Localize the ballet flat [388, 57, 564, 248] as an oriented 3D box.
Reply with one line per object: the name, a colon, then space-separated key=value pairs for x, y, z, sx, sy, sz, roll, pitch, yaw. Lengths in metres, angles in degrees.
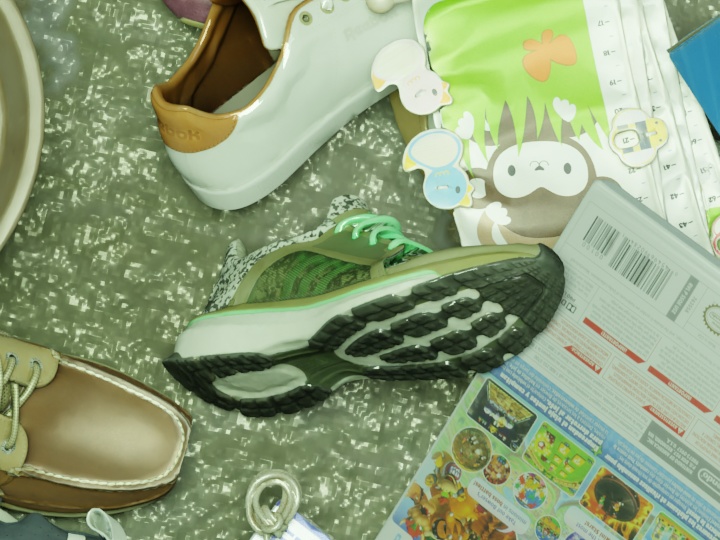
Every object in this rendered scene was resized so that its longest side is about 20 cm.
ballet flat: x=0.074 y=-0.034 z=1.359 sx=0.069 sy=0.063 sz=0.200 roll=-27 pitch=82 yaw=-10

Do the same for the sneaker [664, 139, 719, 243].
sneaker: x=0.178 y=0.034 z=1.349 sx=0.088 sy=0.075 sz=0.200 roll=-14 pitch=81 yaw=-8

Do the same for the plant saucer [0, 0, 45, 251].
plant saucer: x=-0.233 y=-0.063 z=1.269 sx=0.200 sy=0.029 sz=0.200 roll=1 pitch=81 yaw=-4

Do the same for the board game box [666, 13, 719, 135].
board game box: x=0.267 y=-0.063 z=1.340 sx=0.196 sy=0.056 sz=0.200 roll=-32 pitch=88 yaw=-34

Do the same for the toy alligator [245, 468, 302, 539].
toy alligator: x=-0.029 y=0.179 z=1.271 sx=0.059 sy=0.054 sz=0.200 roll=-5 pitch=78 yaw=-5

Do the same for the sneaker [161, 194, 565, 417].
sneaker: x=0.000 y=0.000 z=1.304 sx=0.200 sy=0.077 sz=0.089 roll=-13 pitch=58 yaw=34

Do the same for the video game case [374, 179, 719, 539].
video game case: x=0.105 y=0.083 z=1.272 sx=0.143 sy=0.018 sz=0.200 roll=38 pitch=108 yaw=23

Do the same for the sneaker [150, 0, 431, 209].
sneaker: x=-0.012 y=-0.119 z=1.349 sx=0.200 sy=0.085 sz=0.073 roll=-47 pitch=52 yaw=-12

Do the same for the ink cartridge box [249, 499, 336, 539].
ink cartridge box: x=-0.020 y=0.239 z=1.308 sx=0.198 sy=0.047 sz=0.200 roll=38 pitch=76 yaw=5

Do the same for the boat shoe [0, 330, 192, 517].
boat shoe: x=-0.174 y=0.058 z=1.314 sx=0.200 sy=0.074 sz=0.076 roll=13 pitch=78 yaw=-2

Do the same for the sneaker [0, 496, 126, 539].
sneaker: x=-0.178 y=0.162 z=1.291 sx=0.199 sy=0.079 sz=0.130 roll=-22 pitch=58 yaw=19

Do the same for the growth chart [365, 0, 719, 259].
growth chart: x=0.093 y=-0.055 z=1.321 sx=0.145 sy=0.018 sz=0.200 roll=-22 pitch=83 yaw=-5

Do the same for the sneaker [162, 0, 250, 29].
sneaker: x=-0.056 y=-0.212 z=1.369 sx=0.075 sy=0.090 sz=0.200 roll=10 pitch=78 yaw=-3
